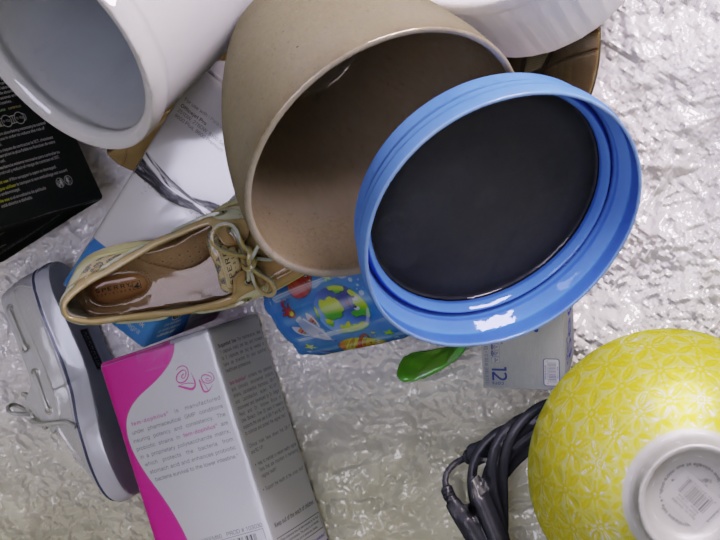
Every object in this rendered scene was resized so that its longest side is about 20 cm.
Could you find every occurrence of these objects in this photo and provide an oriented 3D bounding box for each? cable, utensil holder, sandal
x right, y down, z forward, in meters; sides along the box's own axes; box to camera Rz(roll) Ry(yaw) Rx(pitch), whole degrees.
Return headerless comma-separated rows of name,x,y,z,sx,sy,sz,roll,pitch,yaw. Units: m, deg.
cable,0.165,0.195,1.335,0.163,0.051,0.201,-32,88,12
utensil holder,-0.149,-0.211,1.231,0.169,0.200,0.170,27,145,21
sandal,0.134,-0.111,1.311,0.080,0.054,0.201,9,113,14

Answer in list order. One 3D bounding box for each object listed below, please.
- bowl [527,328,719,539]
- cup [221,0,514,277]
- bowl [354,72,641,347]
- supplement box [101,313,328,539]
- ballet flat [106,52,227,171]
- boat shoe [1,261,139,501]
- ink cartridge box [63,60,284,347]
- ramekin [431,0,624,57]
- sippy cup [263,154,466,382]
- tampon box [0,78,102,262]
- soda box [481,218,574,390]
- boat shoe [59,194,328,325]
bowl,0.221,0.148,1.239,0.199,0.108,0.202,0,98,-3
cup,-0.014,-0.117,1.189,0.200,0.200,0.143,-49,49,17
bowl,0.088,-0.040,1.174,0.201,0.200,0.039,-51,39,17
supplement box,-0.112,0.147,1.395,0.101,0.103,0.201,-17,91,21
ballet flat,-0.123,-0.156,1.398,0.063,0.069,0.200,34,111,-16
boat shoe,-0.246,0.101,1.453,0.086,0.075,0.203,-25,85,20
ink cartridge box,-0.117,-0.053,1.353,0.084,0.145,0.201,37,107,10
ramekin,0.108,-0.247,1.242,0.199,0.098,0.202,-11,62,22
sippy cup,0.000,0.000,1.326,0.130,0.139,0.179,-22,83,26
tampon box,-0.330,-0.107,1.413,0.150,0.126,0.201,-27,86,40
soda box,0.119,-0.017,1.284,0.063,0.068,0.201,1,112,13
boat shoe,-0.114,0.000,1.253,0.199,0.063,0.074,-19,102,11
